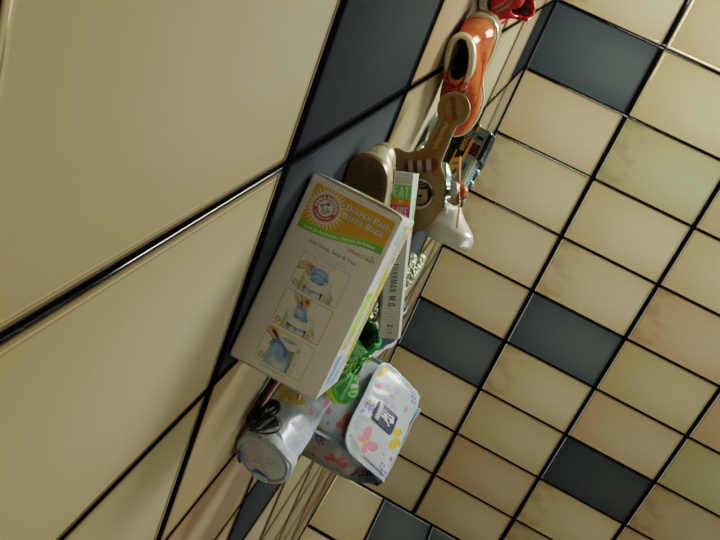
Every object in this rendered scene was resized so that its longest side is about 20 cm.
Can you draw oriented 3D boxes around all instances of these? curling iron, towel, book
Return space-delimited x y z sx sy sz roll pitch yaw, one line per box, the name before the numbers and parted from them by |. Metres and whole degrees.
curling iron | -0.091 0.133 1.085 0.201 0.049 0.026 -60 157 -30
towel | 0.028 0.069 1.239 0.200 0.036 0.149 -51 173 -36
book | 0.044 -0.025 1.050 0.134 0.047 0.203 -73 169 -82

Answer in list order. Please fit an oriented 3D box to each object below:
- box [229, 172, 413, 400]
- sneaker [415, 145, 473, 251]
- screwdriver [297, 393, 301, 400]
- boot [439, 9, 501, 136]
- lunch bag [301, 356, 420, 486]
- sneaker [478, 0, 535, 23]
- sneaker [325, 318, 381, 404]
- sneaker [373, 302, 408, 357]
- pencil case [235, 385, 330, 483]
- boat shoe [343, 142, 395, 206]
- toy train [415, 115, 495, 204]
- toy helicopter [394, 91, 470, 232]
box | -0.035 0.014 0.845 0.202 0.101 0.112 -64 172 7
sneaker | 0.112 -0.112 1.200 0.075 0.201 0.089 11 122 -38
screwdriver | -0.061 0.081 1.029 0.028 0.029 0.202 -54 153 -63
boot | 0.148 -0.282 1.237 0.107 0.074 0.202 -50 157 -47
lunch bag | -0.017 0.219 1.284 0.170 0.198 0.128 -57 171 -34
sneaker | 0.232 -0.413 1.280 0.078 0.084 0.200 -64 172 11
sneaker | -0.013 0.111 1.093 0.075 0.082 0.201 -91 179 -45
sneaker | 0.072 0.119 2.004 0.147 0.076 0.202 -63 172 19
pencil case | -0.093 0.201 1.141 0.201 0.082 0.092 -57 149 -47
boat shoe | 0.004 -0.058 0.988 0.065 0.071 0.201 -51 164 -53
toy train | 0.144 -0.172 1.379 0.202 0.113 0.085 -62 172 -8
toy helicopter | 0.104 -0.147 1.133 0.202 0.131 0.079 -65 172 9
